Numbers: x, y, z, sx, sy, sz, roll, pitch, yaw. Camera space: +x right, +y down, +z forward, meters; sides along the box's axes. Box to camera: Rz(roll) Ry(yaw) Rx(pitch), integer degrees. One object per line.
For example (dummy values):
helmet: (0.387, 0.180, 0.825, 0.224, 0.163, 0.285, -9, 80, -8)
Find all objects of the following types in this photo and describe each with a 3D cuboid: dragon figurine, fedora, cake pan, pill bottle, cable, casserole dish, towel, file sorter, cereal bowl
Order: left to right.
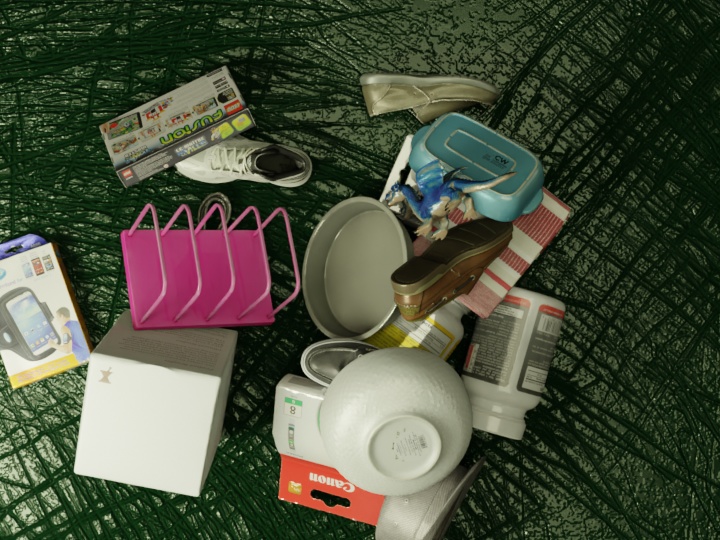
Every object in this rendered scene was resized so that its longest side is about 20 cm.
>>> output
cable: (-0.231, -0.012, 1.575, 0.097, 0.050, 0.200, 35, 89, 1)
file sorter: (-0.196, -0.010, 1.486, 0.200, 0.125, 0.139, -1, 68, -30)
cake pan: (0.000, 0.000, 1.534, 0.037, 0.200, 0.201, 10, 87, -45)
cereal bowl: (0.048, 0.202, 1.408, 0.200, 0.083, 0.200, -2, 113, -5)
pill bottle: (0.070, 0.097, 1.556, 0.112, 0.112, 0.200, 37, 87, -1)
fedora: (0.084, 0.319, 1.528, 0.090, 0.177, 0.200, 29, 100, 13)
dragon figurine: (0.107, -0.107, 1.447, 0.059, 0.200, 0.100, 9, 56, -37)
casserole dish: (0.159, -0.147, 1.515, 0.200, 0.039, 0.121, 33, 62, 14)
towel: (0.175, -0.050, 1.526, 0.144, 0.023, 0.200, 39, 77, 8)
pill bottle: (0.205, 0.126, 1.559, 0.116, 0.116, 0.200, 17, 88, -2)

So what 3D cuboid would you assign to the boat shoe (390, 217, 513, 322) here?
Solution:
boat shoe: (0.122, -0.003, 1.468, 0.200, 0.072, 0.068, -29, 123, -24)

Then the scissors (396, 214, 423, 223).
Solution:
scissors: (0.153, -0.066, 1.547, 0.200, 0.014, 0.073, 23, 88, -1)

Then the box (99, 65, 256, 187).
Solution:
box: (-0.256, -0.202, 1.558, 0.200, 0.035, 0.110, -26, 50, -3)

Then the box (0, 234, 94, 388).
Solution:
box: (-0.460, 0.052, 1.569, 0.119, 0.041, 0.200, -20, 92, -3)

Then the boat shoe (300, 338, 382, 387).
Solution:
boat shoe: (0.020, 0.135, 1.462, 0.200, 0.066, 0.070, 15, 87, 0)

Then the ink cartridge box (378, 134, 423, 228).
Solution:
ink cartridge box: (0.134, -0.100, 1.586, 0.200, 0.068, 0.115, 24, 86, -2)

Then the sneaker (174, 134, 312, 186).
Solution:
sneaker: (-0.167, -0.160, 1.550, 0.200, 0.115, 0.076, 5, 88, -2)

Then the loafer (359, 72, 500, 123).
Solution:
loafer: (0.098, -0.245, 1.594, 0.200, 0.075, 0.070, 3, 100, 2)

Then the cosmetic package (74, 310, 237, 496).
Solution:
cosmetic package: (-0.264, 0.169, 1.478, 0.167, 0.200, 0.167, 11, 103, -2)

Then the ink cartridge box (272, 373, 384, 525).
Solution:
ink cartridge box: (-0.042, 0.253, 1.521, 0.161, 0.050, 0.200, 12, 110, 16)
